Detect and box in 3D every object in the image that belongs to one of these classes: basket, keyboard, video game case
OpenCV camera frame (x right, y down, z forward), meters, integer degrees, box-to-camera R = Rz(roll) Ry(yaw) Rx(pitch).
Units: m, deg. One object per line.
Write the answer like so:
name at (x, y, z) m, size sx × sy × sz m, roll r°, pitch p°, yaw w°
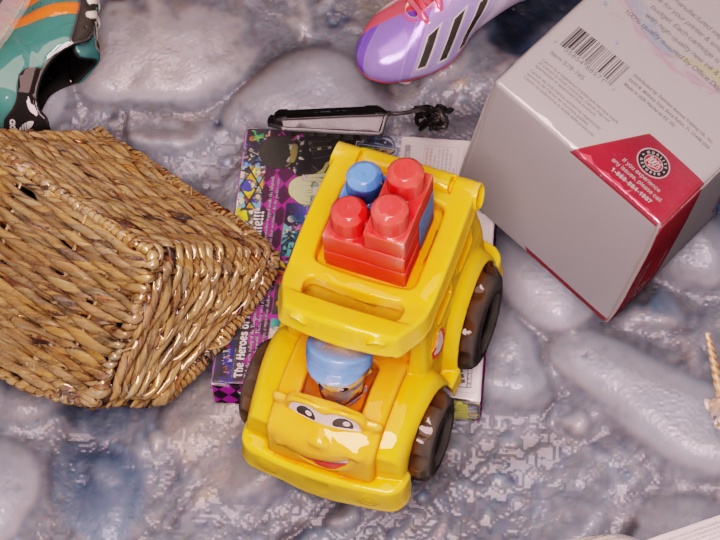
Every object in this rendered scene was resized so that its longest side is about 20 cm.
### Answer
basket at (-0.178, 0.005, 1.608) m, size 0.199 × 0.149 × 0.143 m, roll 32°, pitch 108°, yaw 28°
keyboard at (0.002, -0.097, 1.591) m, size 0.126 × 0.200 × 0.021 m, roll -3°, pitch 96°, yaw -1°
video game case at (0.000, 0.000, 1.634) m, size 0.180 × 0.036 × 0.201 m, roll 3°, pitch 62°, yaw 4°

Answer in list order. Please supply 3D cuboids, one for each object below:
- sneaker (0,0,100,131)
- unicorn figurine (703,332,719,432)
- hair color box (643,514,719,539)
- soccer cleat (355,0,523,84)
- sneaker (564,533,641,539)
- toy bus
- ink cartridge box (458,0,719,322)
sneaker at (-0.210, -0.180, 1.727) m, size 0.080 × 0.071 × 0.201 m, roll 23°, pitch 70°, yaw 10°
unicorn figurine at (0.275, 0.150, 1.518) m, size 0.199 × 0.074 × 0.138 m, roll 30°, pitch 34°, yaw -3°
hair color box at (0.230, 0.241, 1.386) m, size 0.099 × 0.061 × 0.201 m, roll -18°, pitch 63°, yaw -3°
soccer cleat at (0.080, -0.202, 1.716) m, size 0.199 × 0.077 × 0.067 m, roll -29°, pitch 64°, yaw -13°
sneaker at (0.098, 0.205, 1.509) m, size 0.199 × 0.073 × 0.072 m, roll -6°, pitch 68°, yaw 16°
toy bus at (0.005, 0.021, 1.494) m, size 0.135 × 0.192 × 0.201 m, roll 18°, pitch 65°, yaw 11°
ink cartridge box at (0.189, -0.102, 1.600) m, size 0.145 × 0.145 × 0.200 m, roll 42°, pitch 65°, yaw 13°
